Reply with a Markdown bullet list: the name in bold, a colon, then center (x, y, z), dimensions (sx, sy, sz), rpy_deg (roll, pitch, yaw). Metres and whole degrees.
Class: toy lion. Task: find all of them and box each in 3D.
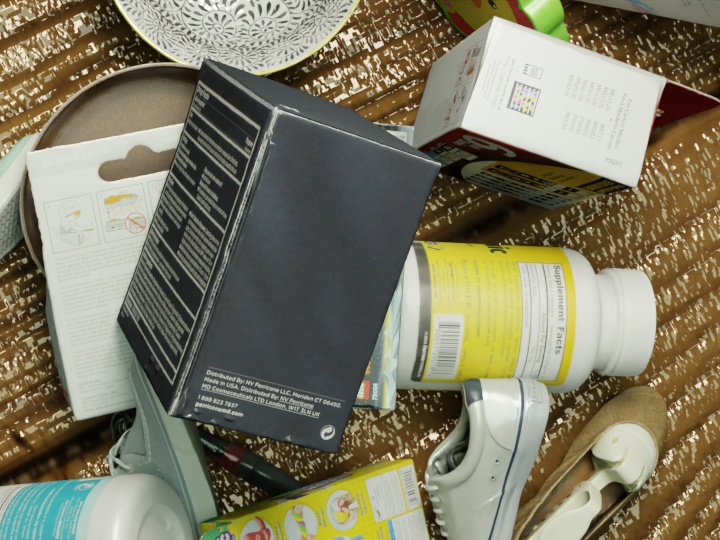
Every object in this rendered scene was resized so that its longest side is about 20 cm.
- **toy lion**: center (0.071, -0.238, 1.190), dimensions (0.069, 0.192, 0.200), rpy_deg (-41, 54, -11)

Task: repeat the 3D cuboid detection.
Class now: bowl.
- **bowl**: center (-0.090, -0.242, 1.179), dimensions (0.200, 0.094, 0.202), rpy_deg (0, 95, -3)

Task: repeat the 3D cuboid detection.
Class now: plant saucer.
- **plant saucer**: center (-0.150, -0.058, 1.163), dimensions (0.199, 0.032, 0.201), rpy_deg (-8, 115, -18)

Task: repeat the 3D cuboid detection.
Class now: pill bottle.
- **pill bottle**: center (-0.223, 0.202, 1.101), dimensions (0.199, 0.111, 0.111), rpy_deg (-8, 88, 22)
- **pill bottle**: center (0.115, 0.037, 1.201), dimensions (0.199, 0.111, 0.112), rpy_deg (3, 86, -11)

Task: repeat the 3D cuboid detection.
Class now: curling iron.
- **curling iron**: center (-0.097, 0.150, 1.201), dimensions (0.199, 0.026, 0.050), rpy_deg (23, 104, -13)

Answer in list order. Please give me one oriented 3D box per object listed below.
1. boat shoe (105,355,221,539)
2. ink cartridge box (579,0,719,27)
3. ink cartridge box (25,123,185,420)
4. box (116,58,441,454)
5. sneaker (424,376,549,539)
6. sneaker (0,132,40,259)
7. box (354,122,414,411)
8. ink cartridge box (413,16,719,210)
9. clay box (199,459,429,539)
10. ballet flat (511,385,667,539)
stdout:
- **boat shoe**: center (-0.145, 0.150, 1.143), dimensions (0.071, 0.070, 0.202), rpy_deg (-14, 115, -4)
- **ink cartridge box**: center (0.216, -0.275, 1.199), dimensions (0.199, 0.087, 0.146), rpy_deg (16, 81, 32)
- **ink cartridge box**: center (-0.150, -0.005, 1.153), dimensions (0.162, 0.050, 0.201), rpy_deg (-12, 105, -15)
- **box**: center (-0.060, -0.015, 1.044), dimensions (0.123, 0.200, 0.199), rpy_deg (15, 101, -22)
- **sneaker**: center (0.080, 0.163, 1.184), dimensions (0.070, 0.073, 0.201), rpy_deg (11, 112, -8)
- **sneaker**: center (-0.312, -0.042, 1.146), dimensions (0.118, 0.074, 0.201), rpy_deg (31, 70, 11)
- **box**: center (0.000, 0.000, 1.168), dimensions (0.040, 0.137, 0.201), rpy_deg (5, 86, -10)
- **ink cartridge box**: center (0.141, -0.102, 1.167), dimensions (0.175, 0.200, 0.084), rpy_deg (18, 85, -8)
- **clay box**: center (-0.036, 0.216, 1.151), dimensions (0.199, 0.048, 0.115), rpy_deg (-12, 90, -39)
- **ballet flat**: center (0.175, 0.169, 1.225), dimensions (0.200, 0.072, 0.068), rpy_deg (-43, 95, -10)
